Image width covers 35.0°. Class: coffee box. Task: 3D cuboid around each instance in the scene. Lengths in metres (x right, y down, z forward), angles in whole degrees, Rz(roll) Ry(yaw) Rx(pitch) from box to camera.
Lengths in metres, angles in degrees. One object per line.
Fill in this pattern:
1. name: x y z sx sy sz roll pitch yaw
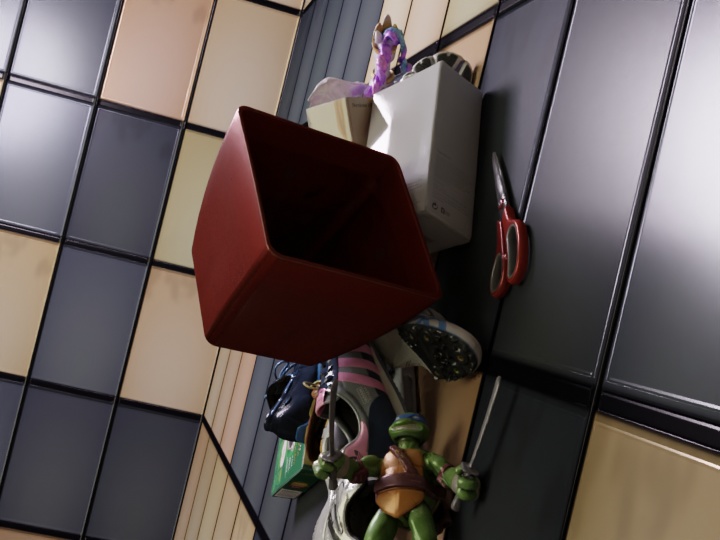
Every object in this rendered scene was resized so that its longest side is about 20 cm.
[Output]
1. coffee box: -0.084 0.263 1.697 0.200 0.044 0.123 126 154 -61

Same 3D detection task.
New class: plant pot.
1. plant pot: -0.066 -0.015 1.160 0.176 0.200 0.200 -49 41 35

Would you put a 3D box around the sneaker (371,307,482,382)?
1. sneaker: 0.074 0.068 1.171 0.072 0.072 0.200 -34 13 -18

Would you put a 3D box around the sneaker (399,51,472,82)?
1. sneaker: 0.075 -0.189 1.423 0.200 0.081 0.083 -57 -8 31

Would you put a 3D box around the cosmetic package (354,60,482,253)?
1. cosmetic package: 0.067 -0.121 1.277 0.113 0.081 0.200 -17 52 42

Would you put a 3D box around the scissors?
1. scissors: 0.145 -0.060 1.111 0.073 0.014 0.200 116 164 -52

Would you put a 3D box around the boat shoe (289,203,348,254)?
1. boat shoe: -0.075 -0.035 1.325 0.199 0.074 0.066 -47 61 30

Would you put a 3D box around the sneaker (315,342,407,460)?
1. sneaker: -0.020 0.116 1.220 0.200 0.082 0.070 58 149 35

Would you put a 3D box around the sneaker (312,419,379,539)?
1. sneaker: 0.004 0.227 1.219 0.088 0.076 0.200 -36 42 46

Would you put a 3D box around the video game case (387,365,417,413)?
1. video game case: 0.023 0.219 1.321 0.182 0.023 0.200 -90 19 -50

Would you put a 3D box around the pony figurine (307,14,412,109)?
1. pony figurine: 0.020 -0.231 1.595 0.200 0.166 0.193 95 -173 -49

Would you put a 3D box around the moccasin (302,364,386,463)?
1. moccasin: -0.025 0.146 1.342 0.078 0.074 0.202 -35 -25 -51

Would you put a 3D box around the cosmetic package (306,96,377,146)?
1. cosmetic package: 0.008 -0.103 1.362 0.071 0.105 0.200 -9 92 42

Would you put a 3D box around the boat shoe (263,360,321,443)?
1. boat shoe: -0.089 0.156 1.482 0.200 0.069 0.084 -92 13 -79

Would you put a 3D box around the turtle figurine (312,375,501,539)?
1. turtle figurine: 0.029 0.204 1.028 0.200 0.144 0.194 120 157 -62
